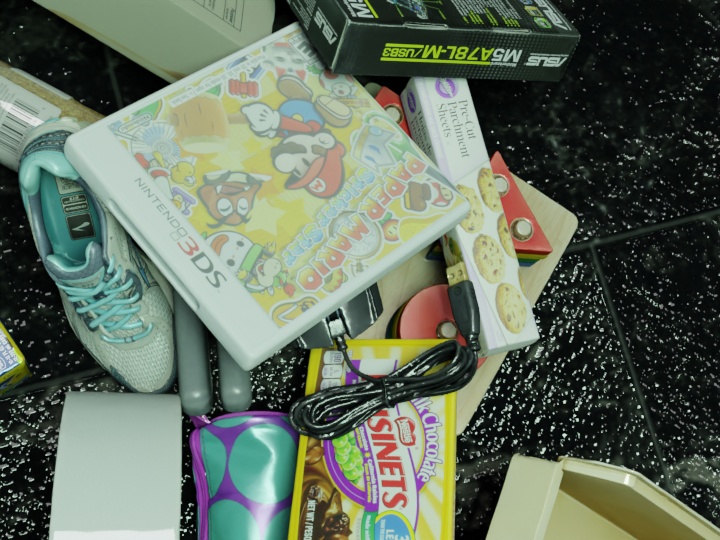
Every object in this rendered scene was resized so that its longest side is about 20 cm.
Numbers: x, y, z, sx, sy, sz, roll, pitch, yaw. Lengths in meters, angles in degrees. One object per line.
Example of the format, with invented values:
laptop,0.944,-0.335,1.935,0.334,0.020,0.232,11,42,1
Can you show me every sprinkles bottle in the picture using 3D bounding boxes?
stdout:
sprinkles bottle,-0.260,-0.115,0.816,0.199,0.068,0.069,29,73,-4

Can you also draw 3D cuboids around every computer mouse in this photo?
computer mouse,0.000,0.000,0.761,0.139,0.046,0.201,-15,65,-3

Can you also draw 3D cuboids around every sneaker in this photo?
sneaker,-0.178,0.003,0.765,0.077,0.086,0.201,-21,108,4

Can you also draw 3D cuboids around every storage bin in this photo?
storage bin,0.153,0.244,0.750,0.198,0.093,0.201,36,68,-41

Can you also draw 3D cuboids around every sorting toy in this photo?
sorting toy,0.043,-0.016,0.853,0.198,0.070,0.201,33,72,-2

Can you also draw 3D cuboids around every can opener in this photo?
can opener,-0.103,0.006,0.795,0.052,0.067,0.201,-6,59,-5

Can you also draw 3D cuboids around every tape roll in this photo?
tape roll,-0.148,0.175,0.698,0.070,0.202,0.204,4,76,-11

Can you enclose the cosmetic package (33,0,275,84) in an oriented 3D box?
cosmetic package,-0.155,-0.211,0.801,0.199,0.071,0.106,30,47,-34

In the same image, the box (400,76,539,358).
box,0.075,-0.040,0.808,0.041,0.039,0.202,-11,79,-15

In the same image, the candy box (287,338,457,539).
candy box,0.010,0.129,0.730,0.101,0.027,0.201,1,51,5

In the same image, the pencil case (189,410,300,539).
pencil case,-0.078,0.196,0.768,0.092,0.085,0.202,9,74,-23

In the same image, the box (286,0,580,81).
box,0.031,-0.212,0.840,0.192,0.048,0.201,-6,46,-28

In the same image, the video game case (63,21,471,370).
video game case,-0.054,-0.058,0.741,0.199,0.023,0.182,-34,76,-33

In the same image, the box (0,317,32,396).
box,-0.304,0.003,0.780,0.070,0.064,0.201,-34,86,-17
